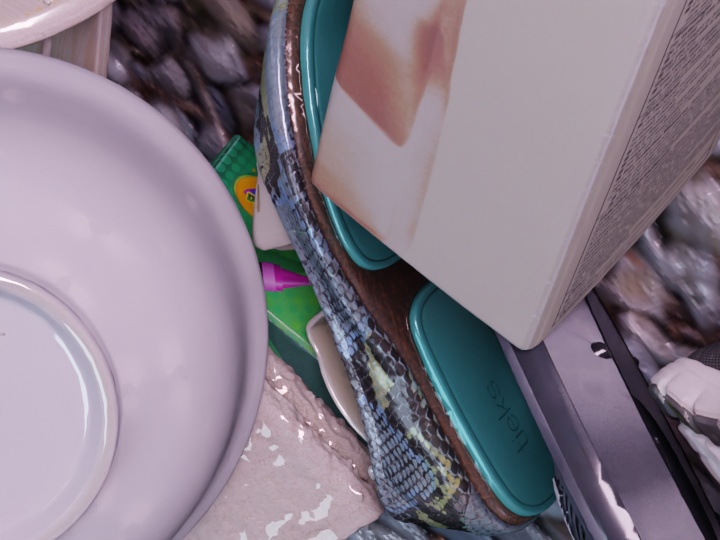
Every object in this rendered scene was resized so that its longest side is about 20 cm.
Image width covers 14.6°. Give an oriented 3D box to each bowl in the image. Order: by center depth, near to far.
[{"bbox_3d":[-0.125,0.035,0.885,0.201,0.201,0.090,56,-178,-16],"label":"bowl"}]

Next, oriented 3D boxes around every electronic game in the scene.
[{"bbox_3d":[0.085,0.074,0.873,0.200,0.042,0.200,61,-173,-12],"label":"electronic game"}]

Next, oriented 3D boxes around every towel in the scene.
[{"bbox_3d":[-0.096,0.044,0.973,0.133,0.034,0.200,-34,107,22],"label":"towel"}]

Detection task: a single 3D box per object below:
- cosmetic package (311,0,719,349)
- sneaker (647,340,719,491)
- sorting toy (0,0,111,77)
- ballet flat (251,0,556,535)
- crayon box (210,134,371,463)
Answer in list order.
[{"bbox_3d":[0.059,-0.081,0.743,0.087,0.103,0.200,38,149,13],"label":"cosmetic package"},{"bbox_3d":[0.146,0.038,0.812,0.074,0.085,0.200,54,173,-3],"label":"sneaker"},{"bbox_3d":[-0.179,-0.044,0.997,0.107,0.180,0.200,46,155,16],"label":"sorting toy"},{"bbox_3d":[0.000,0.000,0.925,0.074,0.074,0.200,-6,108,56],"label":"ballet flat"},{"bbox_3d":[-0.056,0.047,1.054,0.119,0.058,0.200,40,142,-6],"label":"crayon box"}]
